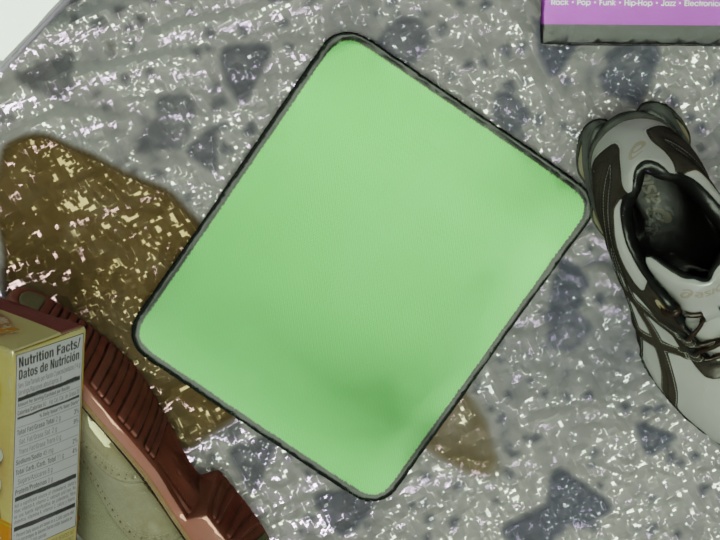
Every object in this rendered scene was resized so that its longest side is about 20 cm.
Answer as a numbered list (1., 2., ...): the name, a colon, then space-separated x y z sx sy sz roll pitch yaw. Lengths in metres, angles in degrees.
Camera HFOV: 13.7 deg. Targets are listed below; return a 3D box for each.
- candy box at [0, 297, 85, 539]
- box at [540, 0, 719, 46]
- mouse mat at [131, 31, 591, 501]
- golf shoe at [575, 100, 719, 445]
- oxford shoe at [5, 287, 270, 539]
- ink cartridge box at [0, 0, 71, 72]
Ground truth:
1. candy box: -0.197 0.111 1.478 0.115 0.055 0.201 17 114 34
2. box: 0.158 -0.208 1.437 0.142 0.036 0.201 1 105 0
3. mouse mat: 0.000 0.000 1.506 0.161 0.008 0.200 34 101 -7
4. golf shoe: 0.164 0.017 1.461 0.078 0.095 0.200 -30 105 5
5. oxford shoe: -0.127 0.100 1.503 0.074 0.071 0.200 -35 97 18
6. ink cartridge box: -0.120 -0.201 1.389 0.084 0.145 0.200 43 101 -8
